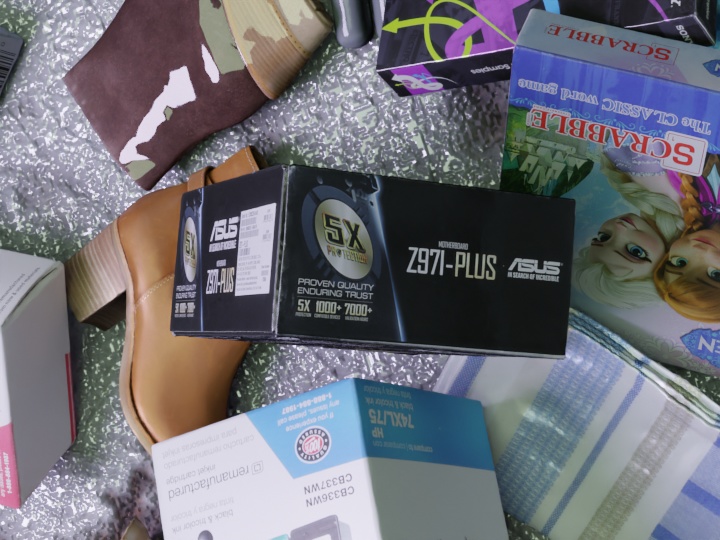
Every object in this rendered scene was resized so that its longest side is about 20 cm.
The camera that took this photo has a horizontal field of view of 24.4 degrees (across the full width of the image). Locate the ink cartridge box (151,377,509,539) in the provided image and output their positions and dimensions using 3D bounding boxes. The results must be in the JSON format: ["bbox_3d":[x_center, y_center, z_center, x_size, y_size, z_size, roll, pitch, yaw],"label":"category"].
[{"bbox_3d":[-0.006,0.181,0.932,0.146,0.146,0.201,-21,70,29],"label":"ink cartridge box"}]

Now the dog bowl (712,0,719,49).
[{"bbox_3d":[0.242,-0.156,0.964,0.111,0.050,0.201,-35,82,12],"label":"dog bowl"}]

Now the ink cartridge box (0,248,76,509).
[{"bbox_3d":[-0.290,0.053,1.056,0.199,0.085,0.147,12,124,16],"label":"ink cartridge box"}]

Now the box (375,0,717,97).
[{"bbox_3d":[0.108,-0.182,0.952,0.199,0.036,0.144,-6,64,30],"label":"box"}]

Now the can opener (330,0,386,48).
[{"bbox_3d":[0.001,-0.239,1.024,0.052,0.066,0.202,-5,98,18],"label":"can opener"}]

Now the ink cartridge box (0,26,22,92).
[{"bbox_3d":[-0.344,-0.125,1.121,0.199,0.047,0.161,28,97,18],"label":"ink cartridge box"}]

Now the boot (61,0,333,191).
[{"bbox_3d":[-0.130,-0.173,1.047,0.166,0.072,0.201,-36,80,14],"label":"boot"}]

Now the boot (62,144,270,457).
[{"bbox_3d":[-0.082,0.035,1.044,0.155,0.077,0.201,-32,76,8],"label":"boot"}]

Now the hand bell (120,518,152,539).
[{"bbox_3d":[-0.063,0.235,1.039,0.199,0.104,0.105,17,95,1],"label":"hand bell"}]

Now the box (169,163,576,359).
[{"bbox_3d":[0.000,0.000,0.916,0.163,0.200,0.087,6,86,-20],"label":"box"}]

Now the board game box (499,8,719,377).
[{"bbox_3d":[0.175,-0.032,0.926,0.199,0.041,0.200,15,134,14],"label":"board game box"}]

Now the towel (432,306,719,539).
[{"bbox_3d":[0.133,0.104,0.981,0.199,0.024,0.147,33,122,11],"label":"towel"}]
